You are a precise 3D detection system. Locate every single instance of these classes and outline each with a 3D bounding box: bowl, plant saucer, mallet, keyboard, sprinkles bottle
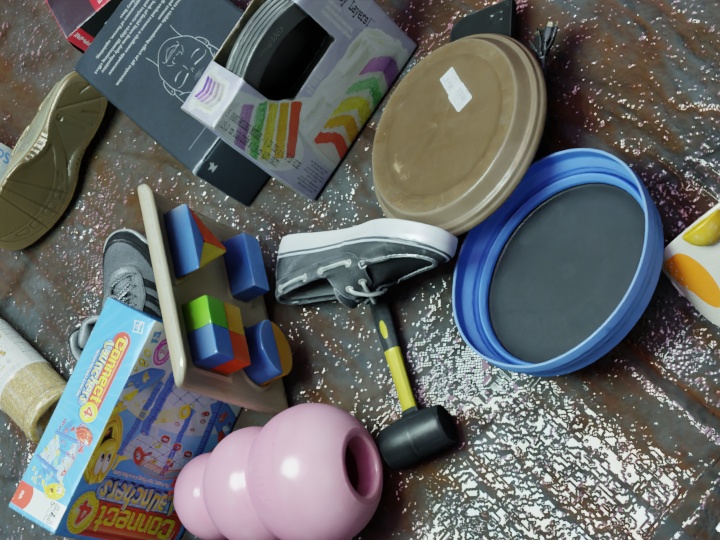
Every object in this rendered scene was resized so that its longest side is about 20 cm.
[{"bbox_3d":[0.166,-0.004,1.298,0.200,0.039,0.202,-26,49,33],"label":"bowl"},{"bbox_3d":[0.080,-0.124,1.379,0.199,0.029,0.202,-25,53,37],"label":"plant saucer"},{"bbox_3d":[0.022,0.083,1.383,0.066,0.041,0.201,-33,59,16],"label":"mallet"},{"bbox_3d":[0.126,-0.154,1.382,0.126,0.021,0.202,-16,60,41],"label":"keyboard"},{"bbox_3d":[-0.361,0.089,1.548,0.200,0.068,0.068,38,93,29],"label":"sprinkles bottle"}]

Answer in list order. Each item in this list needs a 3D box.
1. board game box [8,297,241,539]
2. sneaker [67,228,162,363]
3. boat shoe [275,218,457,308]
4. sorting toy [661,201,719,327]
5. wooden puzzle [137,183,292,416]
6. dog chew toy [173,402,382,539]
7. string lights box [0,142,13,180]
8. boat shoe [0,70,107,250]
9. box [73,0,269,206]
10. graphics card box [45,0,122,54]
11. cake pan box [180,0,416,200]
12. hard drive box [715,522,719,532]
[{"bbox_3d":[-0.194,0.144,1.374,0.056,0.200,0.197,23,86,28],"label":"board game box"},{"bbox_3d":[-0.225,0.040,1.468,0.075,0.114,0.202,-23,66,18],"label":"sneaker"},{"bbox_3d":[0.000,0.000,1.368,0.199,0.072,0.068,-5,66,39],"label":"boat shoe"},{"bbox_3d":[0.363,-0.001,1.217,0.200,0.107,0.181,-39,81,11],"label":"sorting toy"},{"bbox_3d":[-0.118,0.028,1.369,0.046,0.200,0.187,-22,67,18],"label":"wooden puzzle"},{"bbox_3d":[-0.081,0.188,1.355,0.199,0.124,0.126,-15,69,30],"label":"dog chew toy"},{"bbox_3d":[-0.466,-0.119,1.640,0.198,0.103,0.060,7,77,28],"label":"string lights box"},{"bbox_3d":[-0.325,-0.115,1.598,0.201,0.072,0.065,-63,24,3],"label":"boat shoe"},{"bbox_3d":[-0.153,-0.187,1.504,0.200,0.107,0.149,40,94,30],"label":"box"},{"bbox_3d":[-0.251,-0.339,1.629,0.199,0.051,0.126,-37,62,11],"label":"graphics card box"},{"bbox_3d":[-0.053,-0.179,1.400,0.052,0.200,0.185,32,88,32],"label":"cake pan box"},{"bbox_3d":[0.350,0.158,1.102,0.077,0.200,0.156,38,93,29],"label":"hard drive box"}]
